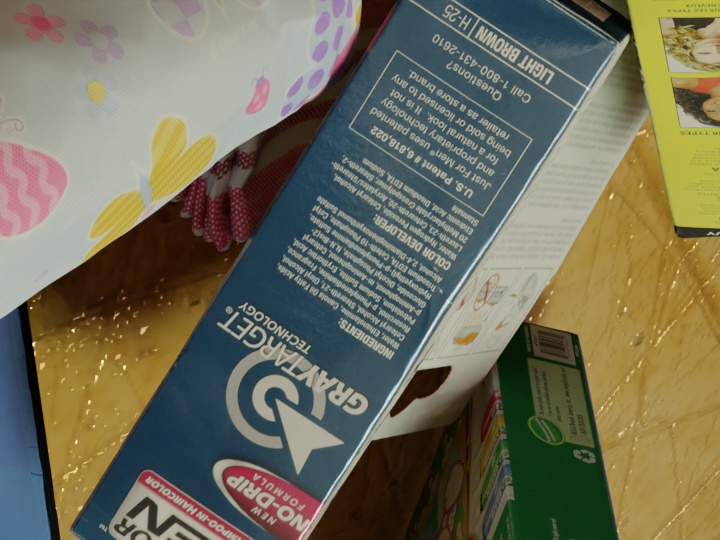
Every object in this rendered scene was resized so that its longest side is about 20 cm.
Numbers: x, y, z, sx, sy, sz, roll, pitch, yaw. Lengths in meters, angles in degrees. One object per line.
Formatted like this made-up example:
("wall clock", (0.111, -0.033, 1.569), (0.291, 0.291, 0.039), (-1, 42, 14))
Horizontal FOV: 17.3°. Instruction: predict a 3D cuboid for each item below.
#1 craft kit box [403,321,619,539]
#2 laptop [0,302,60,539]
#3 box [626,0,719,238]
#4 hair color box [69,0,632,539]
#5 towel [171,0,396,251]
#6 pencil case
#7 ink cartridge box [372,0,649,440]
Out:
("craft kit box", (0.042, 0.148, 0.893), (0.048, 0.200, 0.198), (13, 115, -7))
("laptop", (-0.111, -0.036, 0.631), (0.200, 0.103, 0.177), (-57, 144, 7))
("box", (0.115, -0.077, 0.739), (0.200, 0.050, 0.076), (60, 33, -67))
("hair color box", (0.000, 0.000, 0.688), (0.200, 0.060, 0.100), (-58, 177, 12))
("towel", (0.012, -0.111, 0.735), (0.146, 0.030, 0.201), (-26, 139, -55))
("pencil case", (-0.084, -0.046, 0.589), (0.200, 0.091, 0.083), (-37, 164, -44))
("ink cartridge box", (0.041, -0.036, 0.811), (0.200, 0.047, 0.160), (-59, 161, 12))
